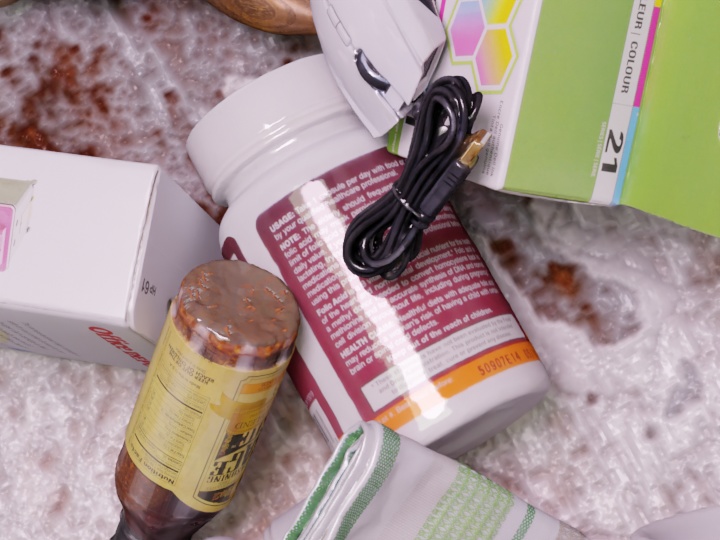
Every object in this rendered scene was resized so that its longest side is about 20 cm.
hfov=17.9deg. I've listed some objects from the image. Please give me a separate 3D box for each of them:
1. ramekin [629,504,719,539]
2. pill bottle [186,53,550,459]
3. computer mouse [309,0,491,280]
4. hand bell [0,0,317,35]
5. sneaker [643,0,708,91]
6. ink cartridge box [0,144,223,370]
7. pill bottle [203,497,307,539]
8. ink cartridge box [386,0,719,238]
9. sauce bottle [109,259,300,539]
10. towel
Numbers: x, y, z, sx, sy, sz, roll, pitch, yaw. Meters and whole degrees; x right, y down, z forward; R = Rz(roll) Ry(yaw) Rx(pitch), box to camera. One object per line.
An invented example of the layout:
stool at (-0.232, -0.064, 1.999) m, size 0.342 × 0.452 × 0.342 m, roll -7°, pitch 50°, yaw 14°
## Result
ramekin at (0.227, 0.155, 1.036) m, size 0.200 × 0.200 × 0.098 m, roll -7°, pitch 88°, yaw 12°
pill bottle at (0.000, 0.000, 1.147) m, size 0.114 × 0.114 × 0.200 m, roll -31°, pitch 78°, yaw 8°
computer mouse at (0.006, -0.103, 1.087) m, size 0.044 × 0.110 × 0.200 m, roll 7°, pitch 48°, yaw -25°
hand bell at (-0.101, -0.157, 1.184) m, size 0.200 × 0.104 × 0.104 m, roll 21°, pitch 88°, yaw 20°
sneaker at (0.166, -0.112, 1.098) m, size 0.200 × 0.085 × 0.077 m, roll -5°, pitch 81°, yaw 57°
ink cartridge box at (-0.180, -0.009, 1.172) m, size 0.200 × 0.145 × 0.085 m, roll 9°, pitch 79°, yaw 14°
pill bottle at (-0.080, 0.204, 1.140) m, size 0.200 × 0.112 × 0.112 m, roll -36°, pitch 77°, yaw 7°
ink cartridge box at (0.105, -0.103, 1.039) m, size 0.076 × 0.200 × 0.148 m, roll 7°, pitch 99°, yaw -30°
sauce bottle at (-0.085, 0.085, 1.137) m, size 0.066 × 0.066 × 0.200 m, roll 35°, pitch 131°, yaw 15°
towel at (0.041, 0.174, 1.095) m, size 0.200 × 0.031 × 0.149 m, roll 30°, pitch 93°, yaw -28°
